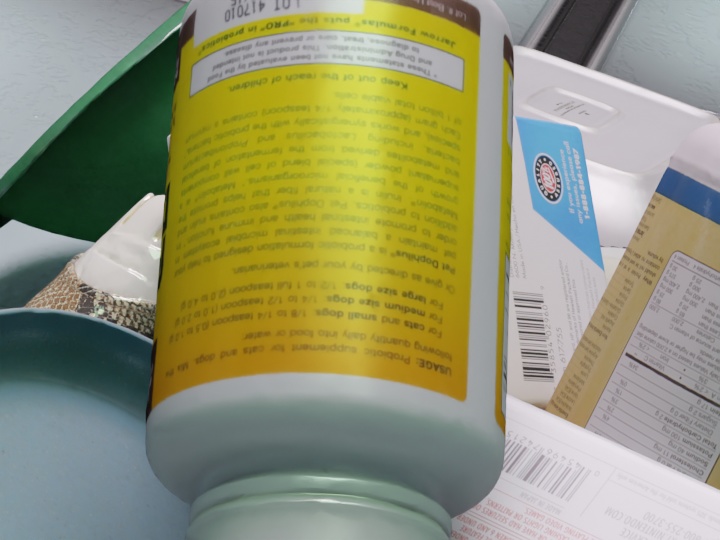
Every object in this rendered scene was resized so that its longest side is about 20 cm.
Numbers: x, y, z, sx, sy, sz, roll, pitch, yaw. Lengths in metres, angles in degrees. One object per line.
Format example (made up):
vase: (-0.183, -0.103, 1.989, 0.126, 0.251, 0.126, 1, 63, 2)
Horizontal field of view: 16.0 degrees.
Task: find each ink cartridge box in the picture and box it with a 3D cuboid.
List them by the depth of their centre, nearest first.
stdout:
ink cartridge box: (0.000, 0.000, 0.929, 0.200, 0.116, 0.068, 6, -20, -44)

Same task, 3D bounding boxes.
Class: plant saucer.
plant saucer: (-0.086, 0.105, 0.849, 0.200, 0.027, 0.200, 27, 45, -30)

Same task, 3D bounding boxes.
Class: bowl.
bowl: (0.102, -0.052, 1.325, 0.200, 0.075, 0.200, 22, 25, 21)

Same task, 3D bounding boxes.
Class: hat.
hat: (-0.044, -0.021, 1.129, 0.176, 0.200, 0.166, 47, -11, -2)

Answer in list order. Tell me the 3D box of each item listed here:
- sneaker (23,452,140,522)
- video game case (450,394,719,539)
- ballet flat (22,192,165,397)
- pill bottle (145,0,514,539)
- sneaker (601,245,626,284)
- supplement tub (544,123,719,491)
sneaker: (-0.154, 0.080, 0.916, 0.199, 0.080, 0.130, 15, 14, -17)
video game case: (0.054, 0.129, 0.778, 0.200, 0.023, 0.182, 24, 55, 27)
ballet flat: (-0.052, 0.003, 0.973, 0.200, 0.075, 0.068, -5, 27, -40)
pill bottle: (-0.009, 0.009, 0.789, 0.109, 0.109, 0.200, 7, 66, -10)
sneaker: (0.143, 0.034, 1.158, 0.200, 0.070, 0.093, -8, 25, -42)
supplement tub: (0.137, 0.065, 0.898, 0.145, 0.200, 0.145, 26, 5, -2)
